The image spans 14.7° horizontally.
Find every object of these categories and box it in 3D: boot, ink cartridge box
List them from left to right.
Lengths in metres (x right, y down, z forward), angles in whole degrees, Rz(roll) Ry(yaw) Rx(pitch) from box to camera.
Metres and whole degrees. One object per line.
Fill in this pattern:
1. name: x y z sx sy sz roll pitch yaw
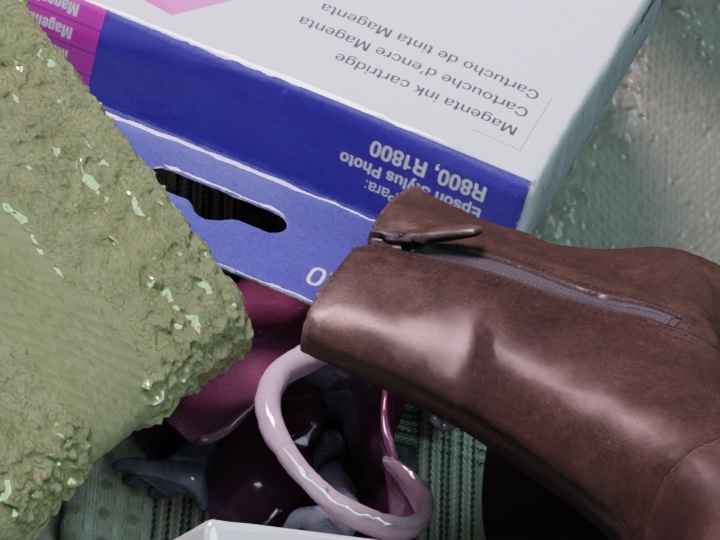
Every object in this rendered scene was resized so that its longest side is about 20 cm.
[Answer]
1. ink cartridge box: -0.015 -0.080 0.957 0.196 0.043 0.200 22 45 11
2. boot: 0.058 0.051 0.797 0.166 0.073 0.200 18 31 11
3. boot: 0.090 0.077 0.993 0.073 0.200 0.076 -4 57 18

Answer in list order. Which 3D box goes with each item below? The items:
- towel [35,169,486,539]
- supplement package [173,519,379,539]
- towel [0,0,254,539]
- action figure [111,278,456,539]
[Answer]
1. towel: -0.024 0.060 1.019 0.192 0.035 0.201 15 61 -24
2. supplement package: -0.019 0.174 0.840 0.150 0.200 0.153 9 71 -24
3. towel: -0.132 -0.021 0.849 0.200 0.036 0.148 50 47 0
4. action figure: 0.000 0.000 0.957 0.134 0.149 0.200 37 69 -3
